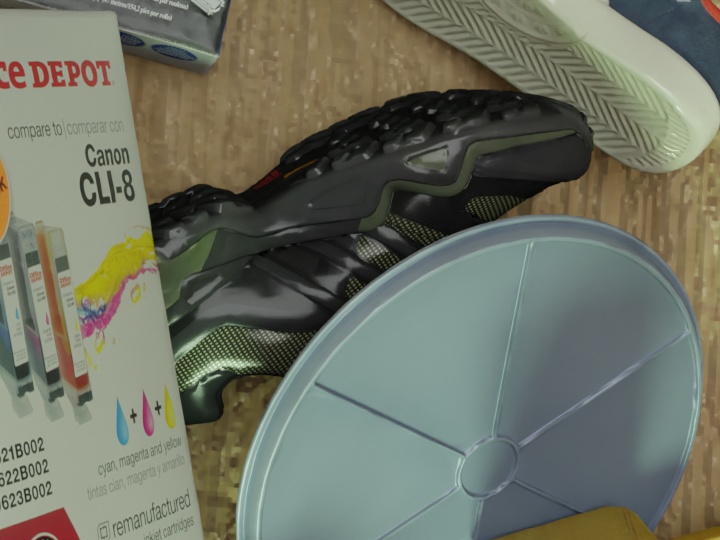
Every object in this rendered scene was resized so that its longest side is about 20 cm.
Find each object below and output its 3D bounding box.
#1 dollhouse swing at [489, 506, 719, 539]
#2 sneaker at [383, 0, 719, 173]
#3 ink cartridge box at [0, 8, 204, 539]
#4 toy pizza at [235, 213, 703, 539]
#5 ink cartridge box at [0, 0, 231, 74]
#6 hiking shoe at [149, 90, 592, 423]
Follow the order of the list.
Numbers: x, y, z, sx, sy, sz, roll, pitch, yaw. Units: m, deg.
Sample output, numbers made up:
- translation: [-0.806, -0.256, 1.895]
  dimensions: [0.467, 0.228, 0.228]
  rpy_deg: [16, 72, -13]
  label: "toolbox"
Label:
- translation: [0.144, 0.192, 0.845]
  dimensions: [0.175, 0.182, 0.201]
  rpy_deg: [-9, 98, -4]
  label: "dollhouse swing"
- translation: [0.069, -0.127, 0.922]
  dimensions: [0.200, 0.075, 0.085]
  rpy_deg: [40, 58, 1]
  label: "sneaker"
- translation: [-0.154, 0.024, 0.744]
  dimensions: [0.144, 0.145, 0.201]
  rpy_deg: [-10, 91, 23]
  label: "ink cartridge box"
- translation: [0.040, 0.066, 0.871]
  dimensions: [0.199, 0.032, 0.201]
  rpy_deg: [-15, 124, -23]
  label: "toy pizza"
- translation: [-0.141, -0.148, 0.888]
  dimensions: [0.199, 0.044, 0.094]
  rpy_deg: [14, 81, -9]
  label: "ink cartridge box"
- translation: [0.000, 0.000, 0.888]
  dimensions: [0.199, 0.076, 0.101]
  rpy_deg: [-21, 107, -4]
  label: "hiking shoe"
